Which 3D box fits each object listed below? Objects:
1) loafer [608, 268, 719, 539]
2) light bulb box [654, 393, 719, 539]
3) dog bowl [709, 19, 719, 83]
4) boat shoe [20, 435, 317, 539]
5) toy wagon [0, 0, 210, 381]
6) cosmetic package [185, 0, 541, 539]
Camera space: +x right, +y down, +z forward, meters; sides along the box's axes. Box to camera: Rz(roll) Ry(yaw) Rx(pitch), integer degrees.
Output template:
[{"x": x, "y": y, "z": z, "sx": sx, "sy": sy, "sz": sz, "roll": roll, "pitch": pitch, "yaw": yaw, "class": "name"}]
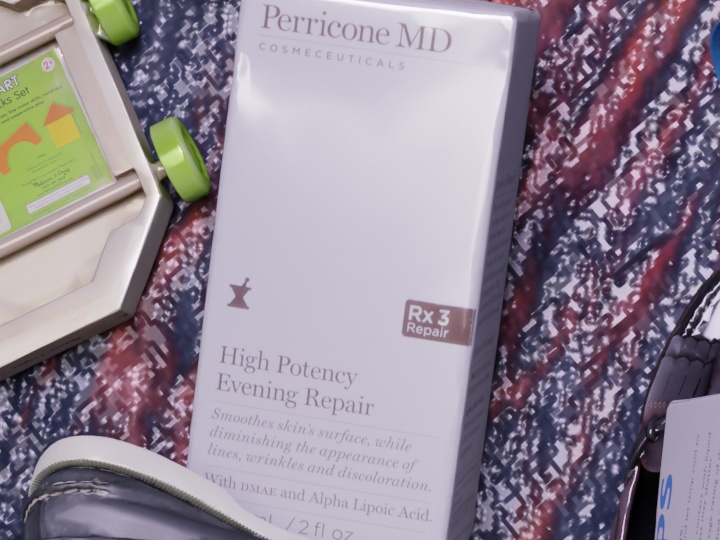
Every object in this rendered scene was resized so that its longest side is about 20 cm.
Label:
[{"x": 0.122, "y": 0.090, "z": 1.002, "sx": 0.072, "sy": 0.063, "sz": 0.201, "roll": 15, "pitch": 84, "yaw": 12, "class": "loafer"}, {"x": 0.209, "y": 0.105, "z": 0.891, "sx": 0.197, "sy": 0.200, "sz": 0.125, "roll": 7, "pitch": 83, "yaw": -9, "class": "light bulb box"}, {"x": 0.215, "y": -0.038, "z": 0.987, "sx": 0.200, "sy": 0.112, "sz": 0.050, "roll": 40, "pitch": 75, "yaw": 13, "class": "dog bowl"}, {"x": -0.027, "y": 0.125, "z": 0.966, "sx": 0.199, "sy": 0.075, "sz": 0.066, "roll": 28, "pitch": 43, "yaw": -10, "class": "boat shoe"}, {"x": -0.153, "y": -0.061, "z": 1.085, "sx": 0.155, "sy": 0.040, "sz": 0.201, "roll": -25, "pitch": 77, "yaw": 5, "class": "toy wagon"}, {"x": 0.000, "y": 0.000, "z": 1.010, "sx": 0.101, "sy": 0.074, "sz": 0.201, "roll": 7, "pitch": 99, "yaw": 10, "class": "cosmetic package"}]
